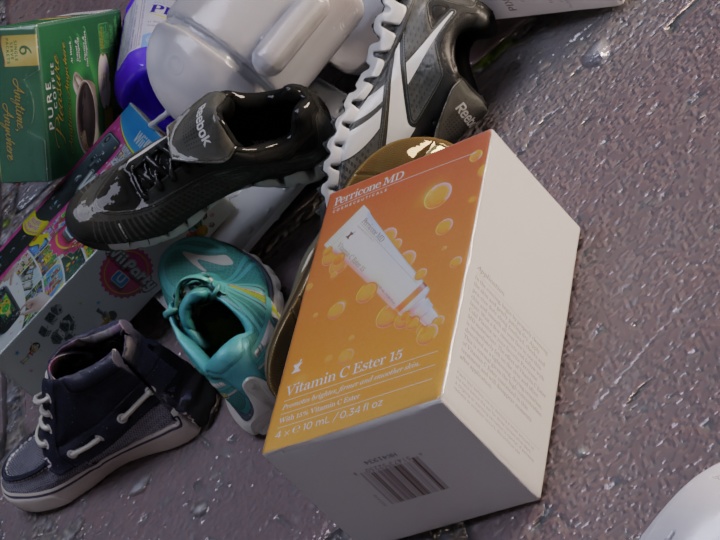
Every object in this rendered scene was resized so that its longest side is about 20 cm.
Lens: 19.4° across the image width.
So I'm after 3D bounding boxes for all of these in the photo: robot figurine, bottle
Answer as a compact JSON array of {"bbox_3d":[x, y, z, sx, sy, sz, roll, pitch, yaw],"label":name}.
[{"bbox_3d":[-0.076,-0.174,1.518,0.200,0.113,0.170,-52,19,-7],"label":"robot figurine"},{"bbox_3d":[-0.155,-0.196,1.744,0.065,0.083,0.200,-53,22,34],"label":"bottle"}]

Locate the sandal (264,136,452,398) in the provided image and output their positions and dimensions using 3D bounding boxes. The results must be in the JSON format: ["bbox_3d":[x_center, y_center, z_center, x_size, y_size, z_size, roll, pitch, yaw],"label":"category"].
[{"bbox_3d":[0.000,0.000,1.334,0.200,0.080,0.054,-59,10,-10],"label":"sandal"}]

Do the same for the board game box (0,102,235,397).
[{"bbox_3d":[-0.198,-0.014,1.556,0.200,0.064,0.148,-47,29,0],"label":"board game box"}]

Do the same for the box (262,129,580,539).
[{"bbox_3d":[0.039,0.038,1.193,0.124,0.097,0.200,-21,39,33],"label":"box"}]

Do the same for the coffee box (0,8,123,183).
[{"bbox_3d":[-0.235,-0.141,1.667,0.044,0.123,0.200,-1,11,12],"label":"coffee box"}]

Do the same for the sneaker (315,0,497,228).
[{"bbox_3d":[0.035,-0.100,1.394,0.090,0.066,0.201,18,85,19],"label":"sneaker"}]

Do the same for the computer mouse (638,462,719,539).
[{"bbox_3d":[0.139,0.154,0.985,0.200,0.044,0.110,-50,29,-3],"label":"computer mouse"}]

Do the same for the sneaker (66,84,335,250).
[{"bbox_3d":[-0.109,-0.078,1.418,0.199,0.091,0.067,-20,64,-2],"label":"sneaker"}]

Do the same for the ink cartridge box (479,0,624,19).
[{"bbox_3d":[0.108,-0.244,1.451,0.199,0.050,0.161,-1,53,33],"label":"ink cartridge box"}]

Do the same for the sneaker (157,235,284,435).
[{"bbox_3d":[-0.092,0.026,1.391,0.077,0.080,0.200,-44,35,4],"label":"sneaker"}]

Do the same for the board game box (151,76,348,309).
[{"bbox_3d":[-0.092,-0.062,1.561,0.200,0.026,0.200,-50,29,-2],"label":"board game box"}]

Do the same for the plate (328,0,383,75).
[{"bbox_3d":[0.027,-0.236,1.603,0.200,0.032,0.200,-49,29,-3],"label":"plate"}]

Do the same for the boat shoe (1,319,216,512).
[{"bbox_3d":[-0.197,0.096,1.446,0.200,0.093,0.075,-28,35,31],"label":"boat shoe"}]
